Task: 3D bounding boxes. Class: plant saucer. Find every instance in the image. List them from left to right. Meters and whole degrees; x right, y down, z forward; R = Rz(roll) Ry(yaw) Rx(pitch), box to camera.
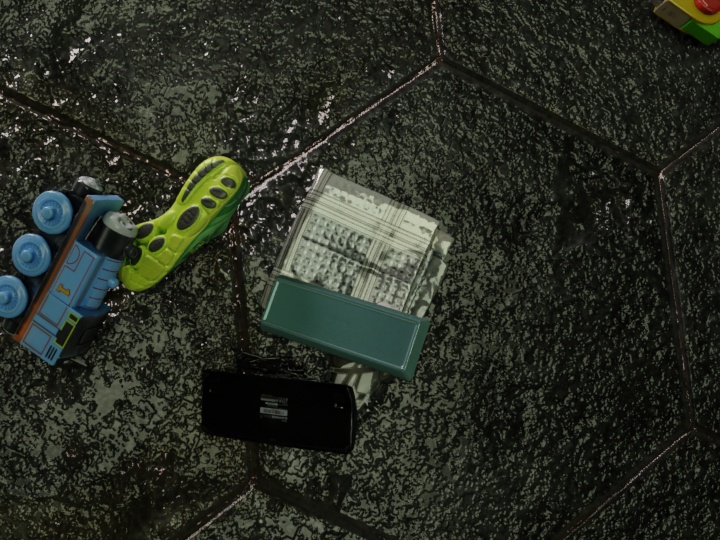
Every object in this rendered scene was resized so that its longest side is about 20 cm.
[{"bbox_3d":[-0.023,0.060,0.826,0.197,0.019,0.071,16,80,22],"label":"plant saucer"}]

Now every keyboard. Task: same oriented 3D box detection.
[{"bbox_3d":[-0.091,0.146,0.843,0.197,0.040,0.106,3,91,21],"label":"keyboard"}]

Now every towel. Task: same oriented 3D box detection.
[{"bbox_3d":[0.000,0.000,0.895,0.198,0.035,0.195,25,82,-5],"label":"towel"}]

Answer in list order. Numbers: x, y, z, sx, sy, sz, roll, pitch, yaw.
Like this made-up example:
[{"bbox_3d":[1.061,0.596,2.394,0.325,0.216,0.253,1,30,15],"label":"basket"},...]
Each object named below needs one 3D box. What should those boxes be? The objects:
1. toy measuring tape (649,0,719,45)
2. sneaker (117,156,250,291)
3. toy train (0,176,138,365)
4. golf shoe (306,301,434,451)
[{"bbox_3d":[0.418,-0.373,0.970,0.198,0.074,0.074,32,81,-4],"label":"toy measuring tape"},{"bbox_3d":[-0.201,-0.044,0.851,0.199,0.083,0.074,-40,71,9],"label":"sneaker"},{"bbox_3d":[-0.321,0.000,0.810,0.113,0.087,0.202,32,98,3],"label":"toy train"},{"bbox_3d":[-0.008,0.124,0.859,0.200,0.078,0.095,-46,75,9],"label":"golf shoe"}]
